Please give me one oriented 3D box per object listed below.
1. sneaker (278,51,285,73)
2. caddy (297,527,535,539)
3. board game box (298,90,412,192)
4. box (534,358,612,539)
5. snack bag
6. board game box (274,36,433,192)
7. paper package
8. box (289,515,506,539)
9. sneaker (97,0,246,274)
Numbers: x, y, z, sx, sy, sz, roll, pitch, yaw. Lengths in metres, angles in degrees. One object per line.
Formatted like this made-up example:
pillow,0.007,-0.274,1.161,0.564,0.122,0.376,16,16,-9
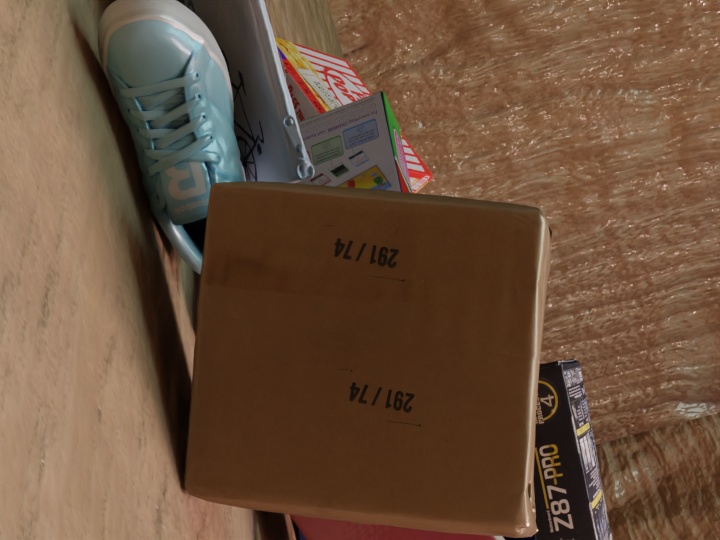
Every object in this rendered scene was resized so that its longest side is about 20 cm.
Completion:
sneaker,-0.094,-0.113,1.395,0.076,0.070,0.202,148,-69,-75
caddy,0.045,0.185,1.293,0.105,0.198,0.143,148,-71,-77
board game box,-0.034,-0.028,1.190,0.201,0.152,0.040,-99,166,-44
box,0.150,0.148,1.210,0.200,0.049,0.163,10,67,-80
snack bag,-0.092,-0.137,1.094,0.200,0.021,0.190,-16,-91,65
board game box,-0.025,-0.136,1.519,0.152,0.046,0.200,54,17,14
paper package,0.009,0.050,0.959,0.103,0.198,0.193,44,50,-79
box,0.028,0.180,1.156,0.201,0.109,0.128,52,-1,16
sneaker,-0.103,-0.075,1.000,0.201,0.073,0.082,70,2,-48
